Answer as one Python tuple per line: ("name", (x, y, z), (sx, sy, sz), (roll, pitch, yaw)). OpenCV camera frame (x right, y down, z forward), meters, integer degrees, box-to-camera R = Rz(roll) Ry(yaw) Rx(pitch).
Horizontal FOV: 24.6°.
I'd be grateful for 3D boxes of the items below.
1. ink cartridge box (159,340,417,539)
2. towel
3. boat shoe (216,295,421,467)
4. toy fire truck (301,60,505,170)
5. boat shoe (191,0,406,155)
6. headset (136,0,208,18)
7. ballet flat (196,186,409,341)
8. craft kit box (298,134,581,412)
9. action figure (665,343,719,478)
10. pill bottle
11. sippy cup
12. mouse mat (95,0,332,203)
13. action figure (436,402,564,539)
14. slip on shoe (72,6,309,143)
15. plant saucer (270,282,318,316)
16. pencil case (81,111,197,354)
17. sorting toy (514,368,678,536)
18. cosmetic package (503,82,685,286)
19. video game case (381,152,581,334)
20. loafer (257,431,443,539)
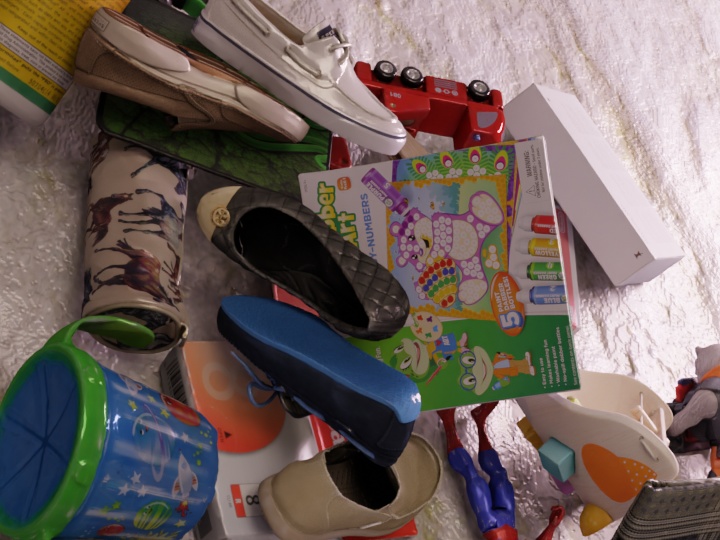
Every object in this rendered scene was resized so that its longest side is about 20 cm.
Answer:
("ink cartridge box", (-0.047, 0.135, 1.292), (0.199, 0.050, 0.163), (-1, 61, -31))
("towel", (0.268, 0.234, 1.349), (0.199, 0.194, 0.035), (0, 36, -32))
("boat shoe", (-0.044, 0.082, 1.225), (0.084, 0.069, 0.200), (-8, 30, -38))
("toy fire truck", (0.036, -0.115, 1.448), (0.198, 0.049, 0.142), (10, 49, -15))
("boat shoe", (-0.039, -0.171, 1.354), (0.199, 0.070, 0.071), (34, 16, -1))
("headset", (-0.196, -0.222, 1.399), (0.199, 0.094, 0.124), (24, 49, -12))
("ballet flat", (-0.047, -0.011, 1.256), (0.199, 0.067, 0.057), (30, 13, 23))
("craft kit box", (0.062, 0.008, 1.293), (0.049, 0.196, 0.202), (-2, 83, -80))
("action figure", (0.365, 0.154, 1.528), (0.199, 0.104, 0.195), (-12, 77, -37))
("pill bottle", (-0.241, -0.224, 1.292), (0.112, 0.113, 0.201), (34, 88, -10))
("sippy cup", (-0.175, 0.132, 1.159), (0.130, 0.179, 0.139), (20, 6, -35))
("mouse mat", (-0.112, -0.139, 1.350), (0.199, 0.008, 0.162), (20, 48, -19))
("action figure", (0.122, 0.188, 1.342), (0.065, 0.099, 0.201), (5, 61, -31))
("slip on shoe", (-0.132, -0.137, 1.295), (0.199, 0.061, 0.076), (24, 11, -35))
("plant saucer", (0.000, 0.000, 1.415), (0.198, 0.037, 0.201), (12, 50, -28))
("pencil case", (-0.170, -0.027, 1.288), (0.089, 0.078, 0.201), (-2, 53, -2))
("sorting toy", (0.170, 0.113, 1.386), (0.180, 0.107, 0.200), (47, 11, 2))
("cosmetic package", (0.223, -0.081, 1.580), (0.201, 0.052, 0.151), (57, 17, 12))
("video game case", (0.108, -0.030, 1.478), (0.199, 0.017, 0.144), (20, 46, -21))
("loafer", (0.008, 0.162, 1.257), (0.199, 0.068, 0.076), (-10, 71, -54))
